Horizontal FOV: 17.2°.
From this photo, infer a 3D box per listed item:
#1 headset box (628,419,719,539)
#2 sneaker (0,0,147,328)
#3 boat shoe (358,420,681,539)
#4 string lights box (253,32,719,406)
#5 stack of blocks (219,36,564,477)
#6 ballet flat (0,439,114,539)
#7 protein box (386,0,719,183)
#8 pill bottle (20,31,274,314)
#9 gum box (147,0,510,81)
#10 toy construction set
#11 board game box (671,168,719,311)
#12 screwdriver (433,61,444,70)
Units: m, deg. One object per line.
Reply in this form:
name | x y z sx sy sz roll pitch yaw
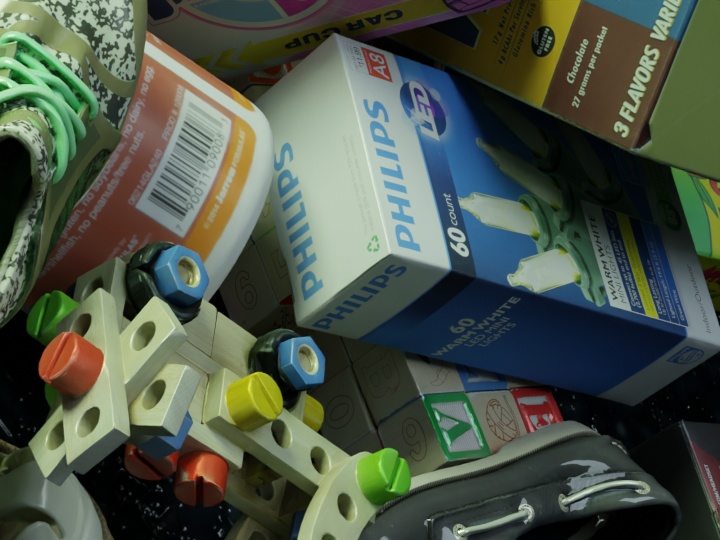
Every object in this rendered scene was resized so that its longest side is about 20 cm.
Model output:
headset box | 0.190 0.152 1.070 0.199 0.077 0.150 6 57 -44
sneaker | -0.108 -0.035 0.742 0.077 0.088 0.201 34 62 -21
boat shoe | 0.047 0.117 0.914 0.062 0.073 0.199 27 37 36
string lights box | 0.053 -0.016 0.967 0.199 0.059 0.104 15 51 -42
stack of blocks | 0.000 0.000 0.996 0.115 0.058 0.201 -1 63 -47
ballet flat | -0.138 0.074 0.783 0.199 0.067 0.069 32 46 -27
protein box | 0.129 -0.125 1.003 0.198 0.136 0.199 14 12 -45
pill bottle | -0.138 -0.061 0.851 0.199 0.112 0.113 33 42 -25
gum box | -0.047 -0.136 0.910 0.114 0.198 0.067 46 38 -49
toy construction set | -0.053 0.067 0.795 0.200 0.091 0.132 52 34 -44
board game box | 0.172 -0.036 1.219 0.199 0.048 0.102 10 55 -43
screwdriver | 0.036 -0.107 1.151 0.028 0.029 0.201 34 45 -25
